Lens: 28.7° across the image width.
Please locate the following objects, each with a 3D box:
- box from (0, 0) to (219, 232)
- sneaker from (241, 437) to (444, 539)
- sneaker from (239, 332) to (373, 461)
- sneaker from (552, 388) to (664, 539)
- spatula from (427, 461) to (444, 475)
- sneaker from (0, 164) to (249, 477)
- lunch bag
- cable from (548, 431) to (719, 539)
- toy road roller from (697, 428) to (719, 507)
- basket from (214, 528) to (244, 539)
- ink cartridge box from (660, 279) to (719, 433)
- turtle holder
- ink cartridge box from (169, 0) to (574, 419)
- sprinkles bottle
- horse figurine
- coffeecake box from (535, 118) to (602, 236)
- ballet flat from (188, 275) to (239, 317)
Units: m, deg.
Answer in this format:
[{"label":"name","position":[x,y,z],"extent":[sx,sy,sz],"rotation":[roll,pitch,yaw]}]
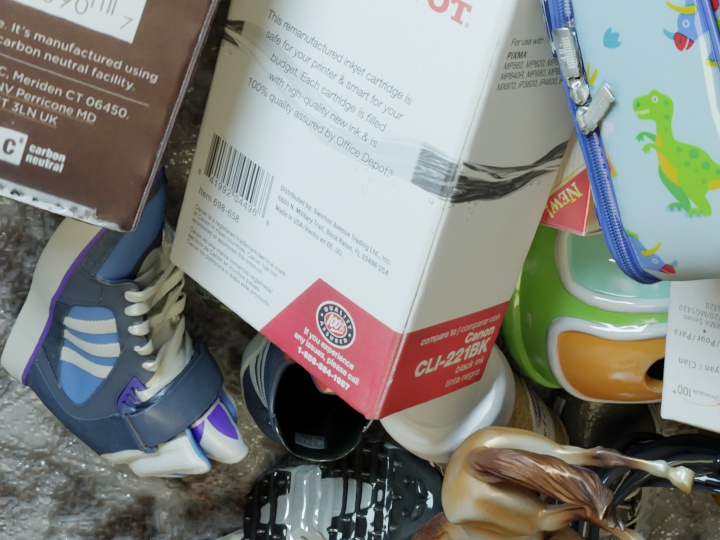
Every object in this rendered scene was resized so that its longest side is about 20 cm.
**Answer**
[{"label":"box","position":[-0.142,-0.151,0.623],"extent":[0.164,0.201,0.165],"rotation":[18,116,-12]},{"label":"sneaker","position":[0.010,0.142,0.830],"extent":[0.090,0.067,0.200],"rotation":[14,160,-27]},{"label":"sneaker","position":[-0.028,0.073,0.776],"extent":[0.074,0.085,0.201],"rotation":[5,151,-7]},{"label":"sneaker","position":[0.160,0.167,0.860],"extent":[0.074,0.116,0.202],"rotation":[-7,119,1]},{"label":"spatula","position":[0.042,0.115,0.879],"extent":[0.056,0.021,0.202],"rotation":[-18,117,0]},{"label":"sneaker","position":[-0.106,0.037,0.763],"extent":[0.146,0.081,0.200],"rotation":[37,134,-1]},{"label":"lunch bag","position":[0.156,-0.090,0.556],"extent":[0.082,0.200,0.162],"rotation":[-2,113,42]},{"label":"cable","position":[0.196,0.182,0.802],"extent":[0.198,0.051,0.165],"rotation":[19,93,12]},{"label":"toy road roller","position":[0.307,0.108,0.817],"extent":[0.197,0.146,0.124],"rotation":[3,118,-4]},{"label":"basket","position":[-0.119,0.275,0.901],"extent":[0.198,0.124,0.136],"rotation":[-25,118,11]},{"label":"ink cartridge box","position":[0.214,0.045,0.686],"extent":[0.044,0.199,0.178],"rotation":[13,111,40]},{"label":"turtle holder","position":[0.157,-0.013,0.740],"extent":[0.131,0.185,0.142],"rotation":[14,131,40]},{"label":"ink cartridge box","position":[0.009,-0.063,0.614],"extent":[0.083,0.144,0.202],"rotation":[-14,130,-46]},{"label":"sprinkles bottle","position":[0.066,0.082,0.765],"extent":[0.068,0.069,0.200],"rotation":[-24,158,10]},{"label":"horse figurine","position":[0.083,0.116,0.660],"extent":[0.131,0.050,0.201],"rotation":[12,155,12]},{"label":"coffeecake box","position":[0.071,-0.135,0.648],"extent":[0.153,0.073,0.202],"rotation":[18,112,38]},{"label":"ballet flat","position":[0.000,0.000,0.799],"extent":[0.197,0.074,0.075],"rotation":[5,119,-3]}]
